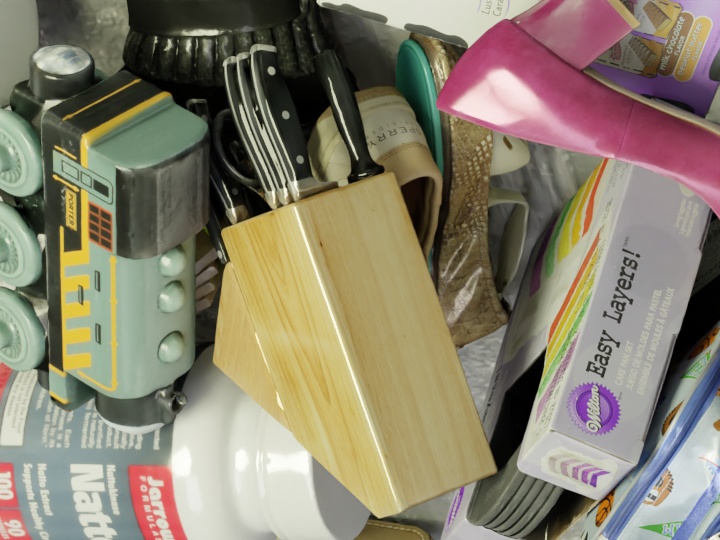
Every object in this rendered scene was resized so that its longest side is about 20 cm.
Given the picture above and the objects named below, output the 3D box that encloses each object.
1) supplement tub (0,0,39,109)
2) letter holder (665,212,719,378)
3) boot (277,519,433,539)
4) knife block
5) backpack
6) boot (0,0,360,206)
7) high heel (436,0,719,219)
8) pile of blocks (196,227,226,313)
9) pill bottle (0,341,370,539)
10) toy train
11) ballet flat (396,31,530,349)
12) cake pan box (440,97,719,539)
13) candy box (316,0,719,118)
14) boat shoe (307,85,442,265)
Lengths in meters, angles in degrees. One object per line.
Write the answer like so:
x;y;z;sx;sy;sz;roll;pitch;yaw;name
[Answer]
-0.277;-0.114;1.354;0.200;0.140;0.140;-15;123;28;supplement tub
0.250;0.022;1.389;0.142;0.101;0.200;35;126;-18;letter holder
-0.057;0.127;1.551;0.200;0.072;0.155;0;125;12;boot
-0.009;-0.007;1.282;0.200;0.064;0.176;41;136;36;knife block
0.202;0.100;1.289;0.154;0.200;0.191;37;121;-8;backpack
-0.112;-0.116;1.366;0.211;0.079;0.158;-16;128;12;boot
0.130;-0.040;1.252;0.096;0.067;0.200;-41;93;5;high heel
-0.110;-0.016;1.442;0.200;0.082;0.062;-29;117;29;pile of blocks
-0.099;0.097;1.427;0.200;0.120;0.120;-1;127;24;pill bottle
-0.128;-0.011;1.323;0.114;0.085;0.200;30;132;32;toy train
0.055;-0.045;1.410;0.065;0.071;0.200;-12;132;-14;ballet flat
0.109;0.041;1.335;0.052;0.200;0.184;22;154;-4;cake pan box
0.097;-0.182;1.280;0.200;0.072;0.168;17;129;-2;candy box
0.000;0.000;1.384;0.074;0.069;0.200;-18;142;-23;boat shoe
